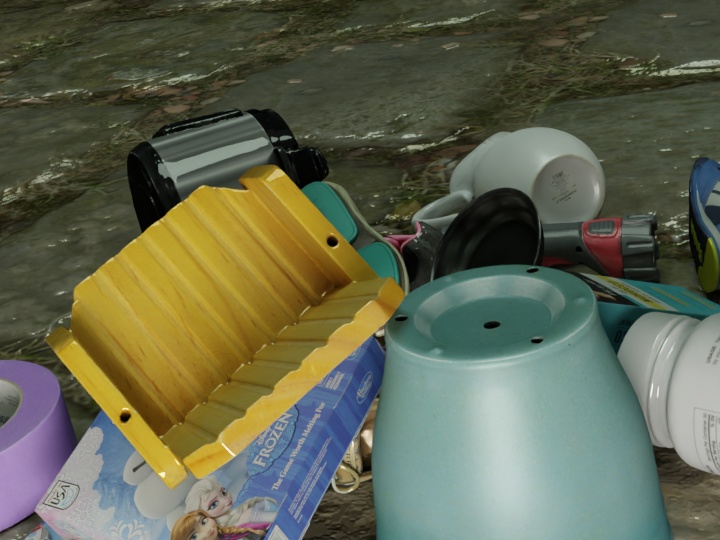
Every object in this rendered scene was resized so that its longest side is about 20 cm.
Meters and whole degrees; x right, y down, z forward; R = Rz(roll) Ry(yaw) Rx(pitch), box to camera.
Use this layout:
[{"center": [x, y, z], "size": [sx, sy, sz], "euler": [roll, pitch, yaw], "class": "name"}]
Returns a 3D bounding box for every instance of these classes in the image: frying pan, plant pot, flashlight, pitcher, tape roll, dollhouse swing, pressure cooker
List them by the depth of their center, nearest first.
[{"center": [0.093, 0.107, 0.817], "size": [0.199, 0.189, 0.200], "euler": [-9, 24, 4], "class": "plant pot"}, {"center": [-0.094, 0.023, 0.833], "size": [0.200, 0.182, 0.176], "euler": [-40, -8, -12], "class": "dollhouse swing"}, {"center": [0.092, 0.026, 0.926], "size": [0.115, 0.031, 0.191], "euler": [-25, 49, 43], "class": "frying pan"}, {"center": [-0.341, 0.151, 1.058], "size": [0.199, 0.066, 0.200], "euler": [-8, 24, 4], "class": "tape roll"}, {"center": [0.180, -0.015, 1.201], "size": [0.199, 0.068, 0.068], "euler": [-4, -4, 18], "class": "flashlight"}, {"center": [0.150, -0.075, 1.309], "size": [0.171, 0.121, 0.200], "euler": [-34, 17, -10], "class": "pitcher"}, {"center": [-0.131, -0.077, 1.348], "size": [0.199, 0.179, 0.176], "euler": [-19, 40, -18], "class": "pressure cooker"}]

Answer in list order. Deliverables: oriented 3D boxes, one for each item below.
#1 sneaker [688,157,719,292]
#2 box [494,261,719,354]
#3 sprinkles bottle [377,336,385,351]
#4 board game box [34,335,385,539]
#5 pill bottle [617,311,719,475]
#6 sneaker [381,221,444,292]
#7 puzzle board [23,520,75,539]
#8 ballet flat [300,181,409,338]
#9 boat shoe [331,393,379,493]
[{"center": [0.351, -0.043, 1.190], "size": [0.082, 0.074, 0.200], "euler": [-5, 32, 9], "class": "sneaker"}, {"center": [0.198, 0.038, 0.991], "size": [0.199, 0.049, 0.082], "euler": [7, 15, -32], "class": "box"}, {"center": [-0.017, 0.034, 1.066], "size": [0.068, 0.068, 0.200], "euler": [-24, 55, -27], "class": "sprinkles bottle"}, {"center": [-0.107, 0.122, 0.923], "size": [0.198, 0.043, 0.200], "euler": [7, 53, 35], "class": "board game box"}, {"center": [0.281, 0.090, 0.863], "size": [0.200, 0.114, 0.113], "euler": [12, 32, 40], "class": "pill bottle"}, {"center": [0.031, 0.005, 1.101], "size": [0.200, 0.095, 0.079], "euler": [-27, 30, 59], "class": "sneaker"}, {"center": [-0.172, 0.189, 0.960], "size": [0.150, 0.017, 0.200], "euler": [2, 27, 27], "class": "puzzle board"}, {"center": [0.000, 0.000, 1.004], "size": [0.069, 0.070, 0.200], "euler": [-15, 40, -9], "class": "ballet flat"}, {"center": [0.011, 0.122, 0.961], "size": [0.199, 0.074, 0.063], "euler": [-15, 24, -12], "class": "boat shoe"}]
